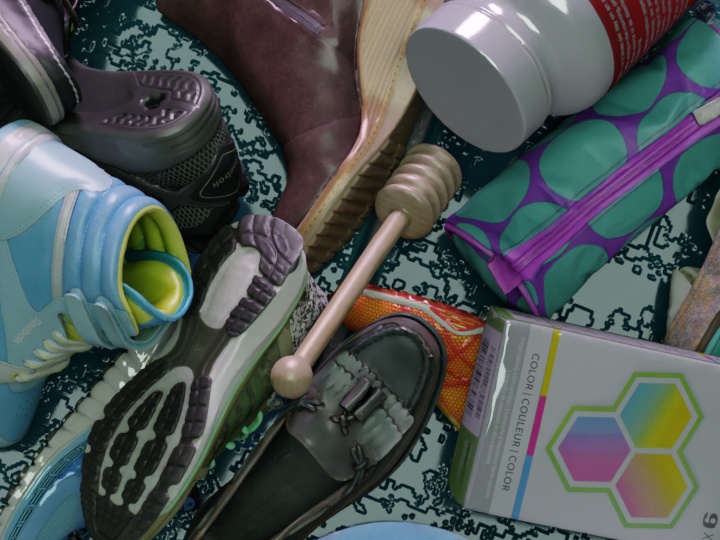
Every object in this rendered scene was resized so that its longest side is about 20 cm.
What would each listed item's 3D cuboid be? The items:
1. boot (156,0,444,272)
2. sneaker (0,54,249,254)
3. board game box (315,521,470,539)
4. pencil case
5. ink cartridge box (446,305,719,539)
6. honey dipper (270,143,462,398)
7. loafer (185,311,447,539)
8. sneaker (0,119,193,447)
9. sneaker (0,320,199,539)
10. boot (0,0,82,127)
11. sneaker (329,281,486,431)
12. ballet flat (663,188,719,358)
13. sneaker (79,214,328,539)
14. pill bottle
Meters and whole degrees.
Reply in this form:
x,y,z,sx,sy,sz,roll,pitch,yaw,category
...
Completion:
x,y,z,sx,sy,sz,roll,pitch,yaw,category
-0.049,-0.111,1.272,0.166,0.072,0.201,29,85,14,boot
-0.141,-0.060,1.232,0.198,0.115,0.076,10,50,38,sneaker
0.017,0.244,1.240,0.157,0.039,0.202,-9,82,4,board game box
0.146,-0.058,1.245,0.200,0.092,0.085,-40,99,-3,pencil case
0.156,0.093,1.192,0.198,0.059,0.105,13,95,-9,ink cartridge box
0.000,0.000,1.208,0.038,0.038,0.200,34,47,2,honey dipper
-0.028,0.108,1.208,0.072,0.063,0.200,43,106,5,loafer
-0.156,0.032,1.173,0.130,0.079,0.201,25,124,20,sneaker
-0.134,0.115,1.230,0.090,0.078,0.200,40,85,0,sneaker
-0.151,-0.175,1.222,0.153,0.074,0.204,-26,43,-8,boot
0.066,0.068,1.242,0.199,0.073,0.078,30,90,4,sneaker
0.214,0.002,1.244,0.068,0.067,0.201,5,120,-39,ballet flat
-0.074,0.074,1.193,0.077,0.089,0.201,28,83,41,sneaker
0.119,-0.160,1.218,0.112,0.112,0.200,44,65,3,pill bottle
